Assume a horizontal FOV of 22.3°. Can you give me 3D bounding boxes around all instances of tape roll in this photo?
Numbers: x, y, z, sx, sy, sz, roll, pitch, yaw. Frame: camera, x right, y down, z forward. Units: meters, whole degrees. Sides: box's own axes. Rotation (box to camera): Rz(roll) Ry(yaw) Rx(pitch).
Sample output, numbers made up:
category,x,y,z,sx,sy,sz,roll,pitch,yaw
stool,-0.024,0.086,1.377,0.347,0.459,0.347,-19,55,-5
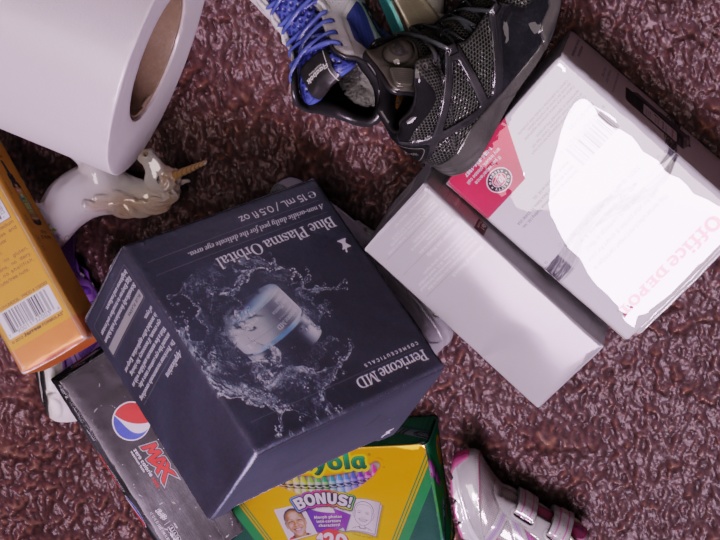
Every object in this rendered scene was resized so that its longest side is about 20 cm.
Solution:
category,x,y,z,sx,sy,sz,roll,pitch,yaw
tape roll,-0.221,-0.194,1.450,0.139,0.203,0.204,21,114,4

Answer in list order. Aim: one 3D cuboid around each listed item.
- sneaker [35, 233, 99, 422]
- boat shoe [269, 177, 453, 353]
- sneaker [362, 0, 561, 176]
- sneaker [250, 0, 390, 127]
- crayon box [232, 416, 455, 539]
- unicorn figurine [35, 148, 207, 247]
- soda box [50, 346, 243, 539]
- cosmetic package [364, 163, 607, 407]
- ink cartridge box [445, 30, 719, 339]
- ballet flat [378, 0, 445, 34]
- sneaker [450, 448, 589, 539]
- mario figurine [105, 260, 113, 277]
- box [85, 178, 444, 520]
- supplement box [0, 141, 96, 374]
category,x,y,z,sx,sy,sz,roll,pitch,yaw
sneaker,-0.255,0.033,1.628,0.083,0.081,0.201,-9,105,-18
boat shoe,0.000,0.000,1.549,0.200,0.067,0.074,55,143,10
sneaker,0.077,-0.179,1.399,0.114,0.076,0.200,22,102,-42
sneaker,-0.032,-0.192,1.453,0.080,0.115,0.200,-36,99,22
crayon box,-0.022,0.200,1.634,0.199,0.058,0.119,-4,110,15
unicorn figurine,-0.243,-0.072,1.554,0.200,0.074,0.137,-42,86,1
soda box,-0.185,0.160,1.585,0.071,0.063,0.201,-33,98,-16
cosmetic package,0.108,0.005,1.502,0.200,0.107,0.090,39,114,-6
ink cartridge box,0.193,-0.068,1.465,0.200,0.083,0.145,40,114,-5
ballet flat,0.029,-0.240,1.452,0.069,0.070,0.200,-28,101,21
sneaker,0.150,0.229,1.599,0.088,0.081,0.200,-29,110,20
mario figurine,-0.136,0.041,1.570,0.200,0.106,0.124,38,148,21
box,-0.076,0.058,1.447,0.200,0.196,0.118,55,142,17
supplement box,-0.288,-0.018,1.486,0.069,0.067,0.201,-28,87,6
